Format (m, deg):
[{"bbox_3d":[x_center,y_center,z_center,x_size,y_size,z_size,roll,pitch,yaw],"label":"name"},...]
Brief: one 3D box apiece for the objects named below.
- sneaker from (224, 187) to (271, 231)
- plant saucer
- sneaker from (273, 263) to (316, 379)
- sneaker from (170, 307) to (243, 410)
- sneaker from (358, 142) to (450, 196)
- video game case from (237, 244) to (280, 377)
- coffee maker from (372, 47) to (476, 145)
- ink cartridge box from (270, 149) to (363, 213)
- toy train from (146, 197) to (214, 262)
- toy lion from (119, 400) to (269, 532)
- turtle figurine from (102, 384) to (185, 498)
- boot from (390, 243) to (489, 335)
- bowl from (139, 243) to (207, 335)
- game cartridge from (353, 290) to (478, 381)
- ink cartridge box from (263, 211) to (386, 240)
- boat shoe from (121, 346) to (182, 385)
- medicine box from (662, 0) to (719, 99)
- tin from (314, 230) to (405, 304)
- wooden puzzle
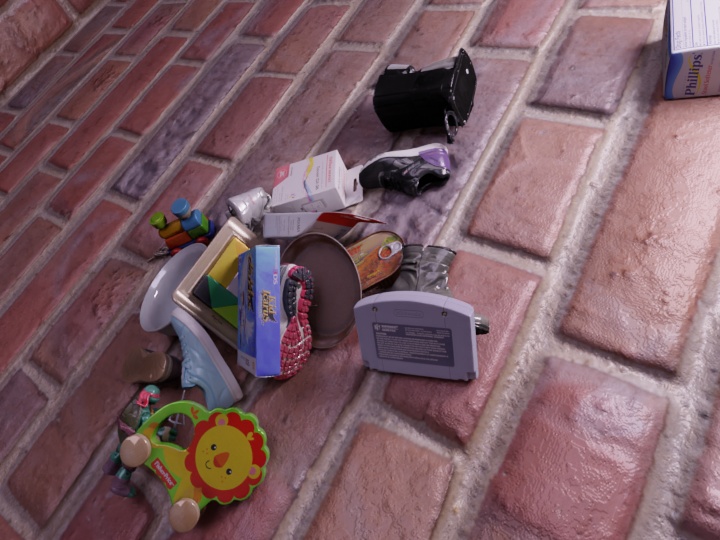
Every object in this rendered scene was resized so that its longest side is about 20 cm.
[{"bbox_3d":[-0.233,-0.123,1.121,0.098,0.079,0.199,-34,5,-18],"label":"sneaker"},{"bbox_3d":[-0.073,0.035,0.944,0.194,0.032,0.209,4,98,32],"label":"plant saucer"},{"bbox_3d":[-0.130,0.091,0.930,0.073,0.079,0.208,11,94,41],"label":"sneaker"},{"bbox_3d":[-0.293,0.164,0.926,0.081,0.074,0.202,-34,85,-30],"label":"sneaker"},{"bbox_3d":[0.087,-0.193,1.064,0.193,0.076,0.090,-14,58,16],"label":"sneaker"},{"bbox_3d":[-0.179,0.067,0.900,0.180,0.044,0.208,172,97,-67],"label":"video game case"},{"bbox_3d":[0.127,-0.364,1.110,0.195,0.137,0.194,3,44,35],"label":"coffee maker"},{"bbox_3d":[-0.093,-0.188,1.145,0.193,0.068,0.120,-13,53,16],"label":"ink cartridge box"},{"bbox_3d":[-0.449,-0.086,1.210,0.194,0.117,0.087,-22,50,9],"label":"toy train"},{"bbox_3d":[-0.252,0.292,0.839,0.191,0.069,0.201,-42,87,-10],"label":"toy lion"},{"bbox_3d":[-0.384,0.280,0.924,0.205,0.099,0.149,-63,23,-3],"label":"turtle figurine"},{"bbox_3d":[0.136,0.023,0.874,0.195,0.067,0.135,15,79,34],"label":"boot"},{"bbox_3d":[-0.352,0.054,1.071,0.196,0.090,0.206,-24,44,25],"label":"bowl"},{"bbox_3d":[0.086,0.100,0.823,0.193,0.138,0.041,2,21,26],"label":"game cartridge"},{"bbox_3d":[-0.064,-0.079,1.000,0.193,0.159,0.049,4,90,26],"label":"ink cartridge box"},{"bbox_3d":[-0.410,0.195,1.032,0.196,0.064,0.074,-9,60,43],"label":"boat shoe"},{"bbox_3d":[0.656,-0.419,0.933,0.193,0.104,0.187,3,58,27],"label":"medicine box"},{"bbox_3d":[0.000,0.000,0.992,0.195,0.042,0.114,-27,54,6],"label":"tin"},{"bbox_3d":[-0.230,0.028,0.997,0.203,0.184,0.037,-58,19,-23],"label":"wooden puzzle"}]
